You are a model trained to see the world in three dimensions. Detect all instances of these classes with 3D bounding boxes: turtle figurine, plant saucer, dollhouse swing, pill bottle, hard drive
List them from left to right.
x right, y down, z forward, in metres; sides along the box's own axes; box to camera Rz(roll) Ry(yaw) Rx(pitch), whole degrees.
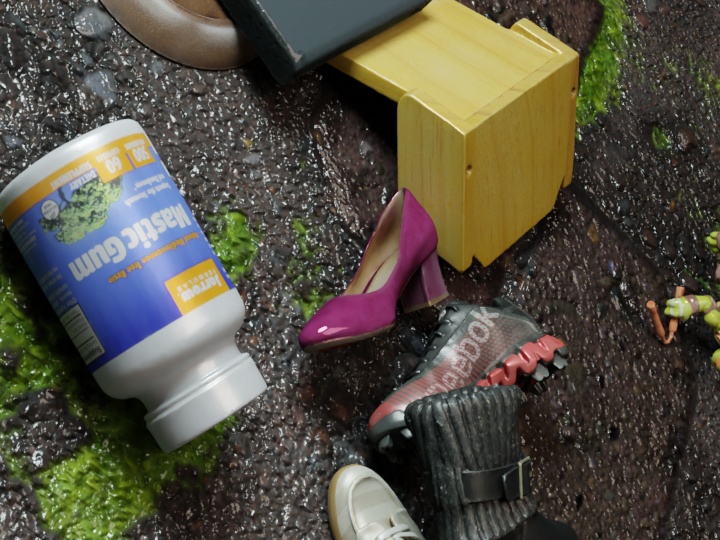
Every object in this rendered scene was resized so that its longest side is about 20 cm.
[{"bbox_3d":[-0.145,0.013,0.946,0.112,0.112,0.202,-31,90,-45],"label":"pill bottle"},{"bbox_3d":[-0.138,-0.259,1.147,0.198,0.032,0.203,19,58,-32],"label":"plant saucer"},{"bbox_3d":[-0.037,-0.248,1.178,0.199,0.033,0.140,-35,90,-45],"label":"hard drive"},{"bbox_3d":[0.070,-0.132,1.260,0.200,0.174,0.184,-38,136,-45],"label":"dollhouse swing"},{"bbox_3d":[0.362,0.039,1.406,0.199,0.064,0.163,35,50,-22],"label":"turtle figurine"}]

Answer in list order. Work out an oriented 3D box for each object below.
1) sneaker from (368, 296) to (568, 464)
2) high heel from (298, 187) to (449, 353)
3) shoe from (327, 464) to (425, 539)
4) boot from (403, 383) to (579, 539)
[{"bbox_3d":[0.072,0.080,1.134,0.199,0.071,0.098,-25,69,-35],"label":"sneaker"},{"bbox_3d":[0.000,0.000,1.109,0.199,0.067,0.097,-25,96,-60],"label":"high heel"},{"bbox_3d":[0.042,0.230,1.041,0.070,0.053,0.202,-24,86,-45],"label":"shoe"},{"bbox_3d":[0.107,0.163,1.065,0.211,0.078,0.160,10,66,-67],"label":"boot"}]
